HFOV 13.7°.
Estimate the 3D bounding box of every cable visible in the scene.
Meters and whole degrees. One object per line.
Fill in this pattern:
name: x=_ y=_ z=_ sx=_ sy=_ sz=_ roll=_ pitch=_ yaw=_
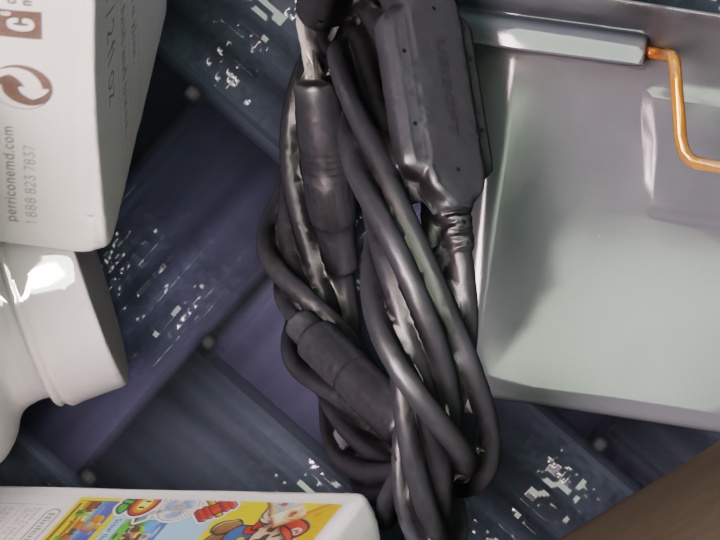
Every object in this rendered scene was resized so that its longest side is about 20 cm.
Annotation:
cable: x=0.000 y=0.000 z=0.957 sx=0.051 sy=0.163 sz=0.201 roll=-4 pitch=73 yaw=-19

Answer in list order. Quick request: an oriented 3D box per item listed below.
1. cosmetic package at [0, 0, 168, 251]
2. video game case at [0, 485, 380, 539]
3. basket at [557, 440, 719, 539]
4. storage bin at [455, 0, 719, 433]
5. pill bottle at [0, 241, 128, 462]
cosmetic package: x=-0.141 y=-0.140 z=0.940 sx=0.164 sy=0.165 sz=0.200 roll=8 pitch=51 yaw=2
video game case: x=-0.115 y=0.130 z=0.913 sx=0.181 sy=0.200 sz=0.023 roll=-2 pitch=119 yaw=33
basket: x=0.091 y=0.139 z=0.888 sx=0.180 sy=0.136 sz=0.200 roll=27 pitch=48 yaw=33
storage bin: x=0.115 y=-0.016 z=0.980 sx=0.199 sy=0.146 sz=0.135 roll=8 pitch=94 yaw=2
pill bottle: x=-0.184 y=0.028 z=0.987 sx=0.199 sy=0.113 sz=0.113 roll=-18 pitch=84 yaw=0
